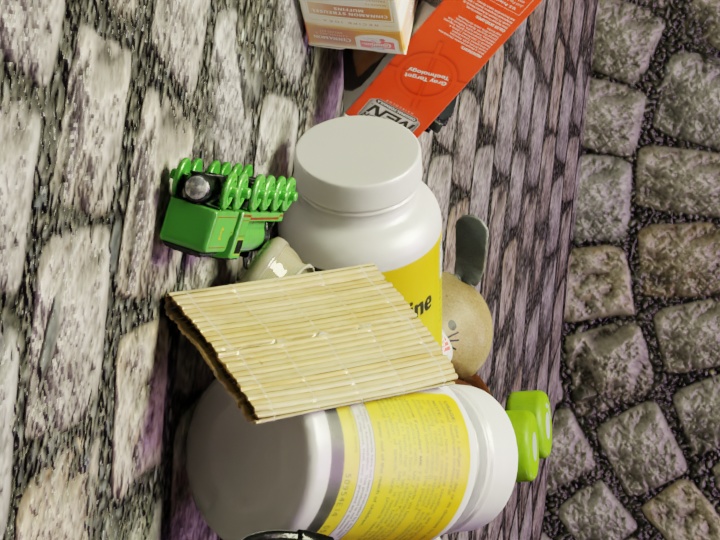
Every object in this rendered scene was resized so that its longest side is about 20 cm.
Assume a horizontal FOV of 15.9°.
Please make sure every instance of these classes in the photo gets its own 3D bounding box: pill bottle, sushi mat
[{"bbox_3d":[-0.001,0.115,1.592,0.200,0.114,0.115,5,92,-46],"label":"pill bottle"},{"bbox_3d":[-0.026,0.042,1.531,0.200,0.096,0.012,-8,144,-52],"label":"sushi mat"},{"bbox_3d":[0.000,0.000,1.756,0.113,0.112,0.200,-70,163,-51],"label":"pill bottle"}]

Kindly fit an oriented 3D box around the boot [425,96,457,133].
[{"bbox_3d":[0.060,-0.219,2.054,0.163,0.073,0.199,79,27,-52],"label":"boot"}]

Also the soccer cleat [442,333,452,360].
[{"bbox_3d":[0.031,0.079,1.876,0.200,0.085,0.069,-113,-168,-55],"label":"soccer cleat"}]

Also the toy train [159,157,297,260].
[{"bbox_3d":[-0.077,-0.034,1.523,0.200,0.042,0.057,-2,109,-80],"label":"toy train"}]

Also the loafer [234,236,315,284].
[{"bbox_3d":[-0.039,0.048,1.645,0.076,0.068,0.200,-54,159,-20],"label":"loafer"}]

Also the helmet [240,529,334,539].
[{"bbox_3d":[-0.047,0.267,1.462,0.191,0.200,0.200,-64,177,21],"label":"helmet"}]

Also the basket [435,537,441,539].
[{"bbox_3d":[-0.009,0.235,1.776,0.176,0.139,0.201,-67,150,-60],"label":"basket"}]

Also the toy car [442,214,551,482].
[{"bbox_3d":[0.054,0.059,1.994,0.158,0.164,0.201,-36,122,-76],"label":"toy car"}]

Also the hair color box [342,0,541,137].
[{"bbox_3d":[0.066,-0.192,1.799,0.200,0.061,0.102,-48,-151,34],"label":"hair color box"}]

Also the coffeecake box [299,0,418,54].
[{"bbox_3d":[0.002,-0.263,1.705,0.200,0.073,0.154,77,22,-61],"label":"coffeecake box"}]
